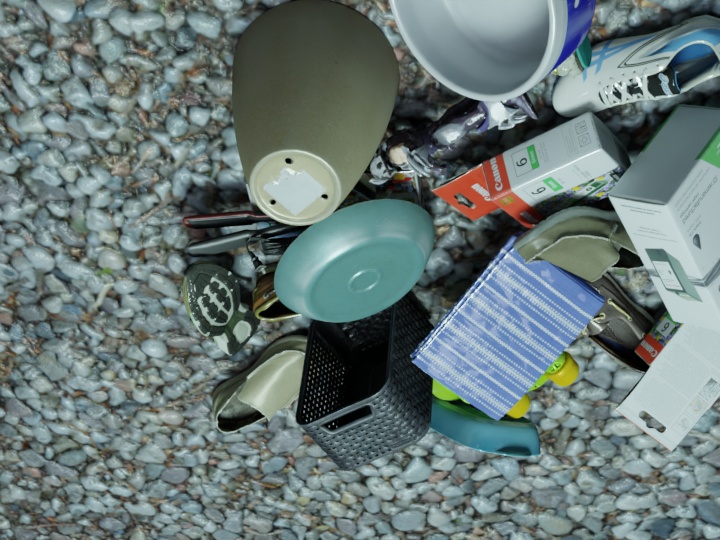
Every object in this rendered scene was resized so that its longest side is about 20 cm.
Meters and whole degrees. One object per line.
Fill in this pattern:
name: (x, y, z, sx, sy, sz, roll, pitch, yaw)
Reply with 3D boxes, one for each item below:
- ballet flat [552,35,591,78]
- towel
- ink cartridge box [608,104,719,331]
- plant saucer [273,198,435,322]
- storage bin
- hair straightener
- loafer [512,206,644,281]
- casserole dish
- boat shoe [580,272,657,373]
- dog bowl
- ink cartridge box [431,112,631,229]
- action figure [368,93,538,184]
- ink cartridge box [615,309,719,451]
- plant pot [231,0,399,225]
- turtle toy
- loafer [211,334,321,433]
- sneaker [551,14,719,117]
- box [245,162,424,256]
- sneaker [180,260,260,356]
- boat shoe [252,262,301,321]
ballet flat: (0.180, -0.278, 1.285, 0.063, 0.076, 0.202, 0, 129, 28)
towel: (0.169, 0.066, 1.485, 0.144, 0.024, 0.201, 34, 108, -17)
ink cartridge box: (0.372, -0.054, 1.395, 0.084, 0.146, 0.201, 15, 148, 50)
plant saucer: (0.000, 0.000, 1.463, 0.197, 0.036, 0.201, -18, 146, -12)
storage bin: (0.009, 0.123, 1.553, 0.134, 0.201, 0.094, -25, 125, 25)
hair straightener: (-0.106, -0.032, 1.475, 0.197, 0.078, 0.041, -4, 163, 3)
loafer: (0.254, -0.027, 1.426, 0.198, 0.071, 0.075, -7, 162, -35)
casserole dish: (0.147, 0.190, 1.629, 0.120, 0.199, 0.039, 8, 97, -29)
boat shoe: (0.291, 0.055, 1.560, 0.199, 0.060, 0.072, 36, 125, -23)
dog bowl: (0.123, -0.269, 1.226, 0.199, 0.079, 0.202, 29, 138, 29)
ink cartridge box: (0.190, -0.093, 1.415, 0.198, 0.051, 0.109, -25, 152, 24)
action figure: (0.088, -0.146, 1.375, 0.199, 0.131, 0.070, -32, 111, 19)
ink cartridge box: (0.393, 0.105, 1.545, 0.108, 0.050, 0.201, 35, 98, -23)
plant pot: (-0.055, -0.145, 1.334, 0.184, 0.202, 0.189, 3, 131, 3)
turtle toy: (0.163, 0.101, 1.579, 0.199, 0.102, 0.146, -36, 117, 21)
loafer: (-0.120, 0.156, 1.682, 0.075, 0.069, 0.199, 37, 124, -24)
sneaker: (0.290, -0.204, 1.334, 0.198, 0.073, 0.072, -19, 128, 22)
box: (-0.025, -0.076, 1.498, 0.197, 0.035, 0.111, -4, 130, 9)
sneaker: (-0.191, 0.038, 1.553, 0.088, 0.077, 0.201, 28, 162, 21)
boat shoe: (-0.036, 0.021, 1.559, 0.197, 0.068, 0.072, -16, 127, 19)
